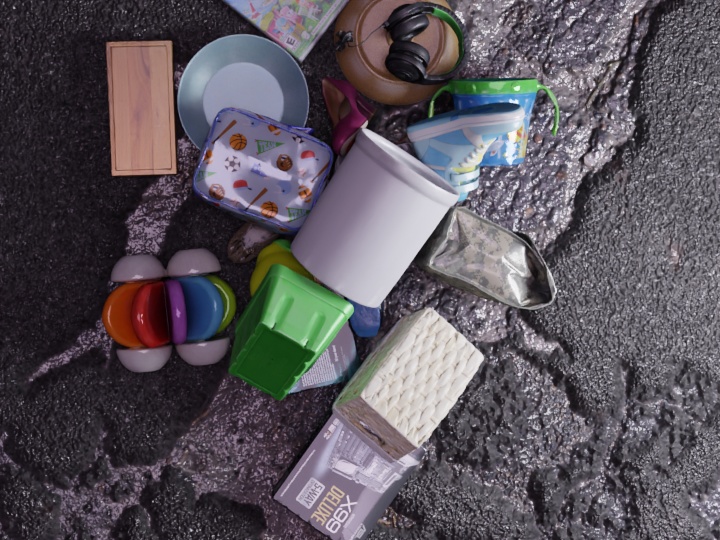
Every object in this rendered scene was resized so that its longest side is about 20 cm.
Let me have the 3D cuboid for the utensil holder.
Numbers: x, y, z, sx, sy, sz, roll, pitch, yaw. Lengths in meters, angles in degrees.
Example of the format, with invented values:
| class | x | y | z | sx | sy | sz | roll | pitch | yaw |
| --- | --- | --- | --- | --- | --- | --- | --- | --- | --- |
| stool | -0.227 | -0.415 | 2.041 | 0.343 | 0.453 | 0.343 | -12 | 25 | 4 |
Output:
| class | x | y | z | sx | sy | sz | roll | pitch | yaw |
| --- | --- | --- | --- | --- | --- | --- | --- | --- | --- |
| utensil holder | 0.016 | -0.073 | 1.571 | 0.170 | 0.170 | 0.200 | 34 | 103 | -6 |

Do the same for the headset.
| class | x | y | z | sx | sy | sz | roll | pitch | yaw |
| --- | --- | --- | --- | --- | --- | --- | --- | --- | --- |
| headset | 0.064 | -0.341 | 1.665 | 0.199 | 0.094 | 0.124 | 2 | 79 | -18 |

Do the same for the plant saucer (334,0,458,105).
| class | x | y | z | sx | sy | sz | roll | pitch | yaw |
| --- | --- | --- | --- | --- | --- | --- | --- | --- | --- |
| plant saucer | 0.059 | -0.360 | 1.710 | 0.199 | 0.035 | 0.201 | 0 | 91 | -6 |

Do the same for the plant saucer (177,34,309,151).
| class | x | y | z | sx | sy | sz | roll | pitch | yaw |
| --- | --- | --- | --- | --- | --- | --- | --- | --- | --- |
| plant saucer | -0.179 | -0.257 | 1.685 | 0.200 | 0.039 | 0.202 | 0 | 92 | -5 |

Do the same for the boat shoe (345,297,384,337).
| class | x | y | z | sx | sy | sz | roll | pitch | yaw |
| --- | --- | --- | --- | --- | --- | --- | --- | --- | --- |
| boat shoe | 0.000 | 0.000 | 1.698 | 0.084 | 0.069 | 0.201 | 5 | 96 | 7 |

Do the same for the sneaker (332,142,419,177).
| class | x | y | z | sx | sy | sz | roll | pitch | yaw |
| --- | --- | --- | --- | --- | --- | --- | --- | --- | --- |
| sneaker | 0.045 | -0.151 | 1.701 | 0.199 | 0.082 | 0.075 | 5 | 66 | -23 |

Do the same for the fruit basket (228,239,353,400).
| class | x | y | z | sx | sy | sz | roll | pitch | yaw |
| --- | --- | --- | --- | --- | --- | --- | --- | --- | --- |
| fruit basket | -0.104 | 0.057 | 1.617 | 0.155 | 0.216 | 0.216 | 29 | 88 | -6 |

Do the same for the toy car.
| class | x | y | z | sx | sy | sz | roll | pitch | yaw |
| --- | --- | --- | --- | --- | --- | --- | --- | --- | --- |
| toy car | -0.283 | 0.060 | 1.625 | 0.199 | 0.150 | 0.176 | -6 | 92 | -6 |

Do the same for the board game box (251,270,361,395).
| class | x | y | z | sx | sy | sz | roll | pitch | yaw |
| --- | --- | --- | --- | --- | --- | --- | --- | --- | --- |
| board game box | -0.082 | 0.083 | 1.707 | 0.135 | 0.028 | 0.201 | -12 | 93 | -5 |

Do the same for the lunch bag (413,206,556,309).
| class | x | y | z | sx | sy | sz | roll | pitch | yaw |
| --- | --- | --- | --- | --- | --- | --- | --- | --- | --- |
| lunch bag | 0.197 | -0.013 | 1.667 | 0.199 | 0.164 | 0.118 | 26 | 90 | -6 |

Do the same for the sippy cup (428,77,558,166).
| class | x | y | z | sx | sy | sz | roll | pitch | yaw |
| --- | --- | --- | --- | --- | --- | --- | --- | --- | --- |
| sippy cup | 0.203 | -0.228 | 1.687 | 0.139 | 0.177 | 0.131 | -14 | 107 | -46 |

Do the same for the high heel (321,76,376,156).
| class | x | y | z | sx | sy | sz | roll | pitch | yaw |
| --- | --- | --- | --- | --- | --- | --- | --- | --- | --- |
| high heel | -0.038 | -0.230 | 1.630 | 0.096 | 0.200 | 0.068 | 33 | 112 | -4 |

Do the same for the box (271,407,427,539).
| class | x | y | z | sx | sy | sz | roll | pitch | yaw |
| --- | --- | --- | --- | --- | --- | --- | --- | --- | --- |
| box | -0.018 | 0.312 | 1.709 | 0.157 | 0.050 | 0.200 | 37 | 87 | -6 |

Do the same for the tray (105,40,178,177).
| class | x | y | z | sx | sy | sz | roll | pitch | yaw |
| --- | --- | --- | --- | --- | --- | --- | --- | --- | --- |
| tray | -0.331 | -0.245 | 1.671 | 0.098 | 0.037 | 0.201 | -3 | 91 | -6 |

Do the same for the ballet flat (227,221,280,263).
| class | x | y | z | sx | sy | sz | roll | pitch | yaw |
| --- | --- | --- | --- | --- | --- | --- | --- | --- | --- |
| ballet flat | -0.129 | -0.088 | 1.690 | 0.200 | 0.046 | 0.067 | -45 | 96 | -3 |

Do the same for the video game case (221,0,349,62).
| class | x | y | z | sx | sy | sz | roll | pitch | yaw |
| --- | --- | --- | --- | --- | --- | --- | --- | --- | --- |
| video game case | -0.103 | -0.454 | 1.694 | 0.182 | 0.022 | 0.200 | 38 | 87 | -3 |

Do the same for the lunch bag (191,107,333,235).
| class | x | y | z | sx | sy | sz | roll | pitch | yaw |
| --- | --- | --- | --- | --- | --- | --- | --- | --- | --- |
| lunch bag | -0.141 | -0.150 | 1.636 | 0.199 | 0.076 | 0.161 | 21 | 83 | -7 |

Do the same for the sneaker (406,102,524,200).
| class | x | y | z | sx | sy | sz | roll | pitch | yaw |
| --- | --- | --- | --- | --- | --- | --- | --- | --- | --- |
| sneaker | 0.167 | -0.171 | 1.614 | 0.079 | 0.199 | 0.131 | -28 | 106 | -42 |

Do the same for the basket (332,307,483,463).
| class | x | y | z | sx | sy | sz | roll | pitch | yaw |
| --- | --- | --- | --- | --- | --- | --- | --- | --- | --- |
| basket | 0.075 | 0.170 | 1.650 | 0.135 | 0.123 | 0.200 | 42 | 67 | -5 |
